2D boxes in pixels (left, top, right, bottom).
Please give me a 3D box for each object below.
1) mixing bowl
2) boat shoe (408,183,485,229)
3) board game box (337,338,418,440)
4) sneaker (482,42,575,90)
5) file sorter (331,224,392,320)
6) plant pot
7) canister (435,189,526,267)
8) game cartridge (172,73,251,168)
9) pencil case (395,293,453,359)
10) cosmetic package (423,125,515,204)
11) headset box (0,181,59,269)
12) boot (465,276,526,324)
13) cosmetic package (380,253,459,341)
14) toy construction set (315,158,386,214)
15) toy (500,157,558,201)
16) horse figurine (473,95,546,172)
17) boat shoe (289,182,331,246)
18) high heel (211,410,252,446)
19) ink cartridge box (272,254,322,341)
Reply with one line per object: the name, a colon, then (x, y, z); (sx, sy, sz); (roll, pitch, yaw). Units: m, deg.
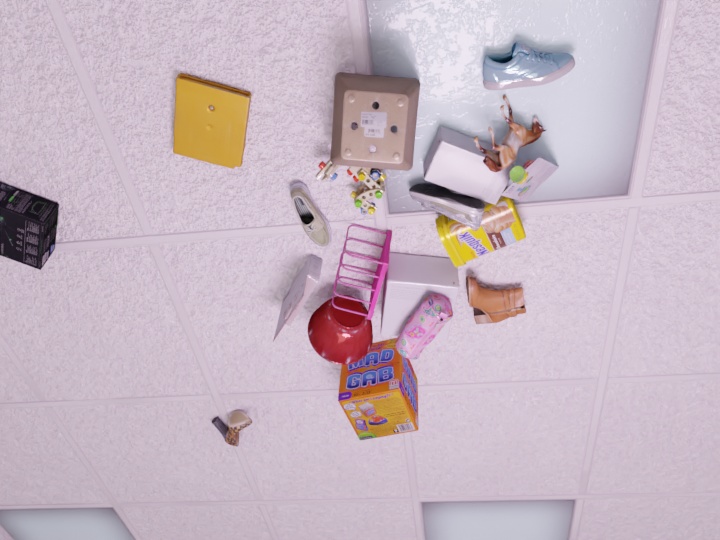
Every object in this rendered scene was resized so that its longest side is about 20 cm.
mixing bowl: (-0.044, 0.147, 1.730); (0.194, 0.204, 0.109); (14, 141, -8)
boat shoe: (0.207, -0.160, 1.515); (0.197, 0.074, 0.066); (20, 125, 21)
board game box: (0.060, 0.368, 1.913); (0.194, 0.203, 0.203); (-13, 128, 15)
sneaker: (0.355, -0.442, 1.311); (0.194, 0.075, 0.083); (-10, 132, 11)
file sorter: (0.000, 0.000, 1.660); (0.122, 0.141, 0.204); (13, 130, -3)
plant pot: (0.029, -0.313, 1.331); (0.193, 0.178, 0.206); (5, 107, 0)
canister: (0.308, -0.107, 1.578); (0.196, 0.088, 0.149); (-22, 131, 19)
game cartridge: (-0.356, -0.349, 1.473); (0.171, 0.033, 0.203); (14, 131, -7)
pencil case: (0.169, 0.151, 1.646); (0.086, 0.089, 0.202); (23, 128, -15)
cosmetic package: (0.256, -0.249, 1.473); (0.195, 0.082, 0.114); (20, 128, -10)
headset box: (-0.930, -0.124, 1.657); (0.195, 0.094, 0.176); (20, 129, -11)
boot: (0.379, 0.075, 1.728); (0.151, 0.078, 0.203); (-13, 130, 17)
cosmetic package: (0.160, 0.073, 1.715); (0.193, 0.125, 0.204); (6, 131, -1)
toy construction set: (-0.014, -0.227, 1.512); (0.198, 0.094, 0.130); (32, 126, -34)
toy: (0.389, -0.222, 1.446); (0.115, 0.198, 0.048); (-46, 73, 24)
horse figurine: (0.329, -0.293, 1.394); (0.133, 0.202, 0.049); (45, 159, -28)
boat shoe: (-0.134, -0.132, 1.609); (0.070, 0.063, 0.202); (-17, 127, 17)
high heel: (-0.424, 0.571, 2.196); (0.196, 0.072, 0.144); (-12, 123, 35)
ink cartridge box: (-0.173, 0.084, 1.716); (0.043, 0.176, 0.201); (24, 128, -16)
